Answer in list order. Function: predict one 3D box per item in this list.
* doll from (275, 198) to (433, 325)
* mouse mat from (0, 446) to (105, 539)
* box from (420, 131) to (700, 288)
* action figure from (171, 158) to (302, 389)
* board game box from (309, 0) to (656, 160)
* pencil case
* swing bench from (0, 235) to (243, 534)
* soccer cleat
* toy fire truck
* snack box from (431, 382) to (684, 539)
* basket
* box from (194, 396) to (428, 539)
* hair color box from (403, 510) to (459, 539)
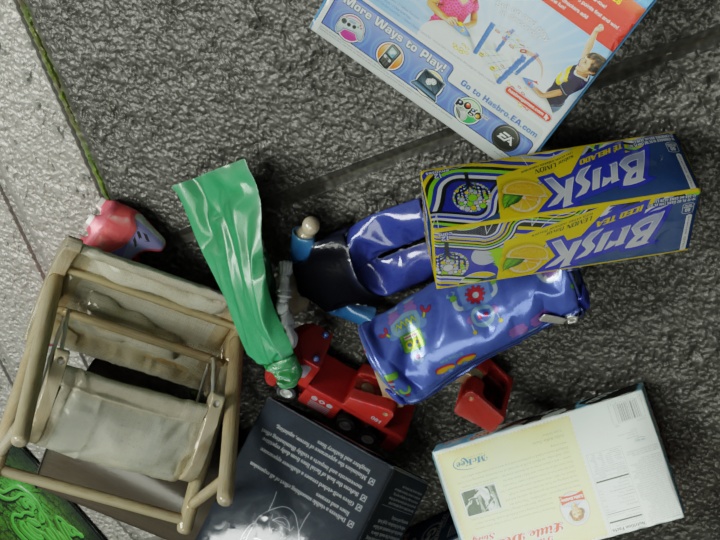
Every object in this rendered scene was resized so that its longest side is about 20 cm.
[{"bbox_3d":[0.000,0.000,0.975,0.198,0.049,0.137,-20,119,29],"label":"doll"},{"bbox_3d":[-0.409,0.281,1.326,0.160,0.008,0.201,-26,111,31],"label":"mouse mat"},{"bbox_3d":[0.147,-0.045,0.836,0.197,0.065,0.071,-9,140,-1],"label":"box"},{"bbox_3d":[-0.094,0.009,0.973,0.117,0.054,0.203,-10,100,53],"label":"action figure"},{"bbox_3d":[0.094,-0.205,0.808,0.199,0.056,0.196,34,126,-4],"label":"board game box"},{"bbox_3d":[0.096,0.039,0.913,0.198,0.088,0.078,-29,143,13],"label":"pencil case"},{"bbox_3d":[-0.206,0.104,1.001,0.197,0.203,0.130,21,148,-21],"label":"swing bench"},{"bbox_3d":[-0.258,0.017,1.071,0.076,0.067,0.201,32,124,-9],"label":"soccer cleat"},{"bbox_3d":[0.023,0.099,1.015,0.198,0.049,0.141,30,136,-8],"label":"toy fire truck"},{"bbox_3d":[0.174,0.186,0.990,0.197,0.037,0.118,-19,89,15],"label":"snack box"},{"bbox_3d":[-0.208,0.197,1.126,0.198,0.137,0.181,26,144,-4],"label":"basket"},{"bbox_3d":[-0.054,0.246,1.030,0.147,0.202,0.107,25,173,27],"label":"box"},{"bbox_3d":[0.125,0.283,1.103,0.199,0.061,0.100,-33,103,32],"label":"hair color box"}]
